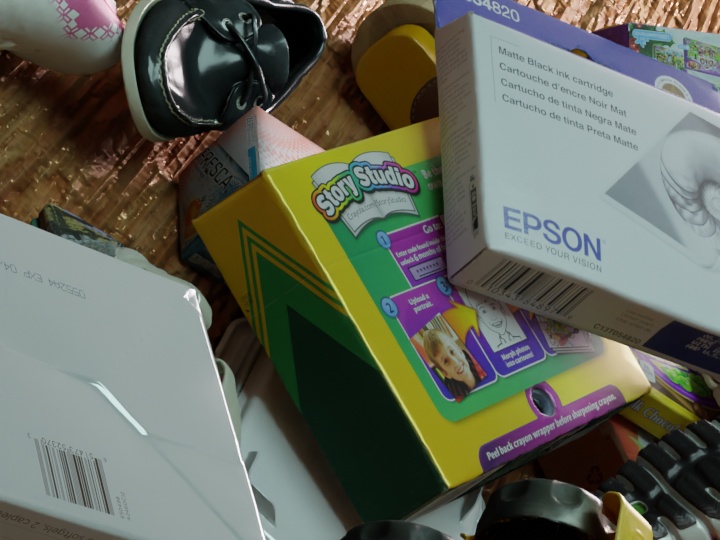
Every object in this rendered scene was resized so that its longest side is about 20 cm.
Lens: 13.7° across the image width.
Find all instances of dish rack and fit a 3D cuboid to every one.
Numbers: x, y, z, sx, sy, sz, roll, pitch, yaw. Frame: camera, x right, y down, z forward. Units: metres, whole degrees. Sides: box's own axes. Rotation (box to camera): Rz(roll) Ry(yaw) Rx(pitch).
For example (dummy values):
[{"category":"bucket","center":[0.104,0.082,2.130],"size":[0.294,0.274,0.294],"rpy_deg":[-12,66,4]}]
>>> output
[{"category":"dish rack","center":[-0.008,0.110,1.422],"size":[0.172,0.044,0.200],"rpy_deg":[45,30,-12]}]

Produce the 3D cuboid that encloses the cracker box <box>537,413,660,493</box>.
[{"category":"cracker box","center":[0.175,0.100,1.677],"size":[0.200,0.058,0.134],"rpy_deg":[12,45,-48]}]

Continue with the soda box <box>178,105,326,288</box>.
[{"category":"soda box","center":[0.000,0.000,1.541],"size":[0.200,0.064,0.068],"rpy_deg":[31,34,-30]}]

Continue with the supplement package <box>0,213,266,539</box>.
[{"category":"supplement package","center":[-0.155,0.069,1.185],"size":[0.200,0.111,0.156],"rpy_deg":[22,38,-41]}]

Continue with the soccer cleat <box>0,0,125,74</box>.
[{"category":"soccer cleat","center":[-0.199,-0.133,1.425],"size":[0.200,0.070,0.086],"rpy_deg":[36,56,-33]}]

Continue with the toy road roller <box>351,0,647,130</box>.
[{"category":"toy road roller","center":[0.108,-0.104,1.731],"size":[0.200,0.146,0.123],"rpy_deg":[49,28,-2]}]

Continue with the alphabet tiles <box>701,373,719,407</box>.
[{"category":"alphabet tiles","center":[0.266,0.106,1.629],"size":[0.200,0.015,0.196],"rpy_deg":[32,16,-22]}]

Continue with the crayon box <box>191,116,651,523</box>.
[{"category":"crayon box","center":[0.034,0.019,1.455],"size":[0.200,0.058,0.173],"rpy_deg":[-19,76,-54]}]

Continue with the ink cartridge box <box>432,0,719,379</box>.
[{"category":"ink cartridge box","center":[0.127,-0.055,1.509],"size":[0.199,0.041,0.200],"rpy_deg":[19,50,-29]}]

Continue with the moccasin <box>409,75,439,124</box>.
[{"category":"moccasin","center":[0.088,-0.041,1.587],"size":[0.078,0.074,0.201],"rpy_deg":[12,31,-46]}]

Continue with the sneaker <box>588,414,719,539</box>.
[{"category":"sneaker","center":[0.153,0.151,1.494],"size":[0.200,0.116,0.076],"rpy_deg":[-21,40,-18]}]

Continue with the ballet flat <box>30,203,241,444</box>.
[{"category":"ballet flat","center":[-0.093,0.044,1.340],"size":[0.072,0.072,0.201],"rpy_deg":[21,38,-42]}]

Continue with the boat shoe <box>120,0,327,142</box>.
[{"category":"boat shoe","center":[-0.065,-0.108,1.532],"size":[0.199,0.066,0.075],"rpy_deg":[-18,101,-73]}]

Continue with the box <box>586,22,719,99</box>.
[{"category":"box","center":[0.212,-0.059,1.664],"size":[0.200,0.039,0.137],"rpy_deg":[4,81,-36]}]

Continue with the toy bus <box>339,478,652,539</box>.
[{"category":"toy bus","center":[0.076,0.200,1.270],"size":[0.192,0.200,0.136],"rpy_deg":[41,47,-29]}]

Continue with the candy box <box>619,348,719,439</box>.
[{"category":"candy box","center":[0.178,0.062,1.641],"size":[0.200,0.026,0.102],"rpy_deg":[32,27,-28]}]
